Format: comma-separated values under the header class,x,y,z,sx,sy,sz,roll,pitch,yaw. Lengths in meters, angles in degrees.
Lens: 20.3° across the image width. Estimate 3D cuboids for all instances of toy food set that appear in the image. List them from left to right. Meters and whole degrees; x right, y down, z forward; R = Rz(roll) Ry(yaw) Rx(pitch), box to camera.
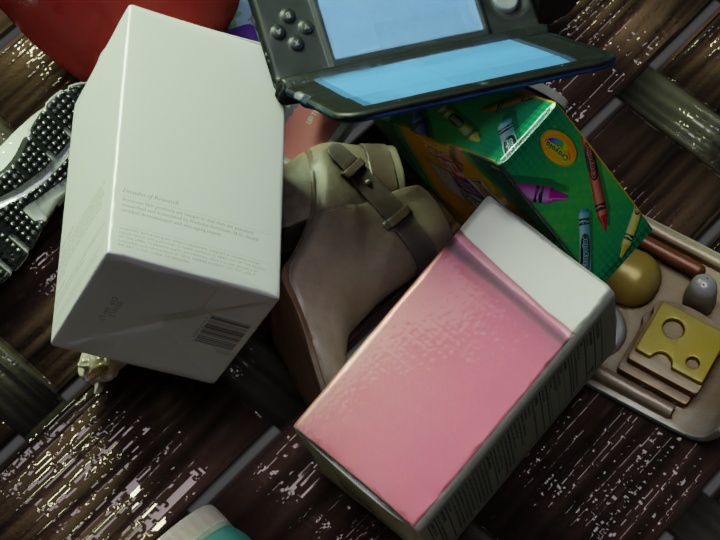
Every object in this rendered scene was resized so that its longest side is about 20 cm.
class,x,y,z,sx,sy,sz,roll,pitch,yaw
toy food set,0.198,0.015,1.414,0.199,0.061,0.144,28,64,15

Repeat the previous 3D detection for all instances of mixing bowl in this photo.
class,x,y,z,sx,sy,sz,roll,pitch,yaw
mixing bowl,-0.162,-0.200,1.454,0.199,0.200,0.109,-28,98,-15

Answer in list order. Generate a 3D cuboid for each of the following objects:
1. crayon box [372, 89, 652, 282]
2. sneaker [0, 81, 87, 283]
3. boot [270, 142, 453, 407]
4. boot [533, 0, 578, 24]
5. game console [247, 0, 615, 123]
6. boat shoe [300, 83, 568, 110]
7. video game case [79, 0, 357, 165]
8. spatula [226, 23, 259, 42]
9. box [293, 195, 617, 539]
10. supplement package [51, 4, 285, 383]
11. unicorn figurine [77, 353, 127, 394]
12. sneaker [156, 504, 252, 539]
class,x,y,z,sx,sy,sz,roll,pitch,yaw
crayon box,0.098,-0.069,1.365,0.058,0.119,0.200,-46,27,-8
sneaker,-0.248,-0.052,1.448,0.200,0.080,0.074,-43,101,-7
boot,0.000,0.000,1.420,0.145,0.070,0.202,-17,75,-23
boot,0.038,-0.233,1.502,0.185,0.065,0.200,-16,43,-41
game console,0.040,-0.175,1.320,0.198,0.118,0.172,-13,78,-20
boat shoe,0.052,-0.126,1.482,0.199,0.072,0.061,14,77,-5
video game case,-0.092,-0.150,1.525,0.199,0.017,0.143,28,65,14
spatula,-0.050,-0.190,1.475,0.199,0.021,0.057,-30,43,22
box,0.065,0.074,1.317,0.109,0.128,0.200,38,80,17
supplement package,-0.124,-0.050,1.332,0.119,0.121,0.202,14,55,-20
unicorn figurine,-0.151,0.009,1.414,0.136,0.074,0.201,-21,47,-11
sneaker,-0.136,0.239,1.278,0.080,0.072,0.200,37,65,23
